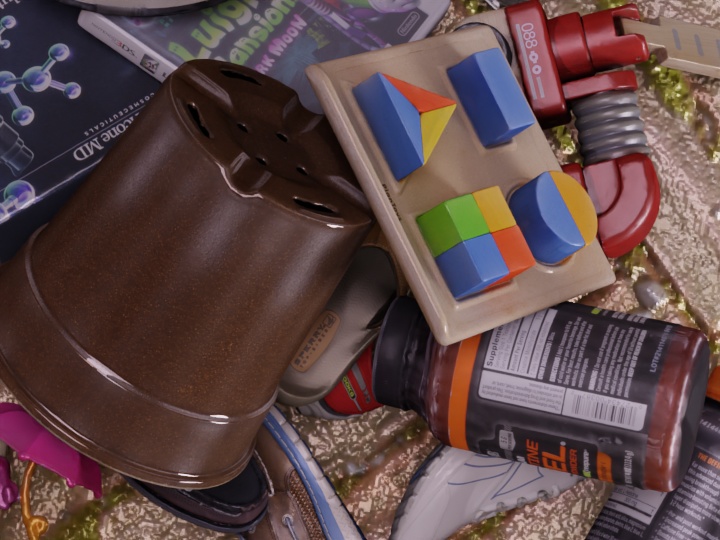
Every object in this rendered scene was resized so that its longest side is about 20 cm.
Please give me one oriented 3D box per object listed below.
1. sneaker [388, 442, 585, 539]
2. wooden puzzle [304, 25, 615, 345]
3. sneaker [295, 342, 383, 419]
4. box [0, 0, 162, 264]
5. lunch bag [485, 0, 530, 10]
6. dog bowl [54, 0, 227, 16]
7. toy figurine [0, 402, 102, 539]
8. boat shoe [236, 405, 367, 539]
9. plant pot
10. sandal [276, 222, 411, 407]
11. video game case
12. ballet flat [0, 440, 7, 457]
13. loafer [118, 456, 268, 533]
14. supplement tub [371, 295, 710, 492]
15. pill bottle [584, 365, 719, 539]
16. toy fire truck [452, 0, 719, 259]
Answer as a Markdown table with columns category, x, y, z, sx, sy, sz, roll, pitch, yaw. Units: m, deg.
| category | x | y | z | sx | sy | sz | roll | pitch | yaw |
| --- | --- | --- | --- | --- | --- | --- | --- | --- | --- |
| sneaker | 0.100 | 0.125 | 1.737 | 0.200 | 0.075 | 0.087 | -44 | 89 | -5 |
| wooden puzzle | 0.072 | -0.061 | 1.608 | 0.046 | 0.200 | 0.185 | -32 | 81 | 37 |
| sneaker | -0.008 | -0.001 | 1.760 | 0.085 | 0.077 | 0.200 | 0 | 92 | -5 |
| box | -0.222 | -0.113 | 1.723 | 0.148 | 0.107 | 0.200 | -32 | 69 | -12 |
| lunch bag | 0.081 | -0.288 | 1.775 | 0.164 | 0.118 | 0.200 | 25 | 94 | 5 |
| dog bowl | -0.142 | -0.251 | 1.690 | 0.200 | 0.074 | 0.200 | 2 | 44 | -2 |
| toy figurine | -0.235 | 0.178 | 1.700 | 0.200 | 0.150 | 0.184 | -7 | 75 | 5 |
| boat shoe | -0.044 | 0.167 | 1.729 | 0.072 | 0.072 | 0.200 | -33 | 83 | -3 |
| plant pot | -0.100 | -0.008 | 1.601 | 0.200 | 0.200 | 0.198 | 39 | 116 | 5 |
| sandal | 0.000 | 0.000 | 1.698 | 0.080 | 0.054 | 0.200 | 32 | 86 | -9 |
| video game case | -0.058 | -0.169 | 1.720 | 0.182 | 0.023 | 0.200 | 35 | 49 | 2 |
| ballet flat | -0.307 | 0.164 | 1.734 | 0.200 | 0.057 | 0.066 | -43 | 83 | -11 |
| loafer | -0.136 | 0.087 | 1.689 | 0.200 | 0.063 | 0.072 | 41 | 53 | 15 |
| supplement tub | 0.111 | 0.069 | 1.654 | 0.200 | 0.107 | 0.107 | 11 | 81 | 15 |
| pill bottle | 0.213 | 0.162 | 1.712 | 0.106 | 0.106 | 0.200 | 31 | 83 | 4 |
| toy fire truck | 0.171 | -0.098 | 1.757 | 0.200 | 0.129 | 0.176 | -15 | 82 | 8 |
